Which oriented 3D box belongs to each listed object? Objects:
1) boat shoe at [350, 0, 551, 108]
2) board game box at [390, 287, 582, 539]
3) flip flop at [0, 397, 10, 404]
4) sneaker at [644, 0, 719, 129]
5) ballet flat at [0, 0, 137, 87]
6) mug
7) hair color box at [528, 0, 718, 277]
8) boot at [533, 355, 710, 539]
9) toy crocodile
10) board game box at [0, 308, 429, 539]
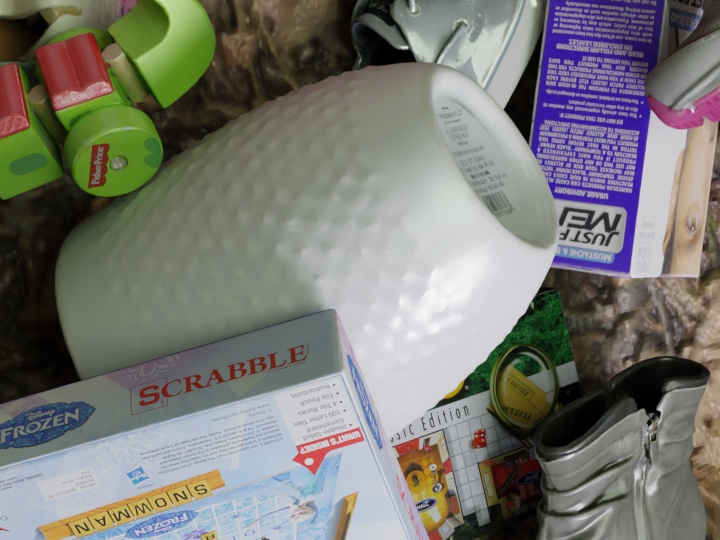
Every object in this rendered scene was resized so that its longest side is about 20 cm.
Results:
[{"bbox_3d":[0.029,-0.100,1.147,0.071,0.070,0.202,29,79,-34],"label":"boat shoe"},{"bbox_3d":[0.020,0.083,1.169,0.199,0.023,0.105,-18,95,-29],"label":"board game box"},{"bbox_3d":[-0.147,0.085,1.048,0.199,0.081,0.058,19,61,-28],"label":"flip flop"},{"bbox_3d":[0.185,-0.150,1.103,0.088,0.081,0.200,39,82,10],"label":"sneaker"},{"bbox_3d":[-0.163,-0.110,1.038,0.199,0.071,0.069,-7,82,-30],"label":"ballet flat"},{"bbox_3d":[0.000,0.000,1.049,0.200,0.175,0.148,8,54,-59],"label":"mug"},{"bbox_3d":[0.130,-0.098,1.170,0.109,0.065,0.201,-1,100,-66],"label":"hair color box"},{"bbox_3d":[0.090,0.126,1.159,0.200,0.068,0.131,-34,129,-33],"label":"boot"},{"bbox_3d":[-0.148,-0.054,1.015,0.199,0.068,0.062,-27,141,4],"label":"toy crocodile"},{"bbox_3d":[-0.073,0.124,1.002,0.199,0.041,0.200,-15,128,7],"label":"board game box"}]
